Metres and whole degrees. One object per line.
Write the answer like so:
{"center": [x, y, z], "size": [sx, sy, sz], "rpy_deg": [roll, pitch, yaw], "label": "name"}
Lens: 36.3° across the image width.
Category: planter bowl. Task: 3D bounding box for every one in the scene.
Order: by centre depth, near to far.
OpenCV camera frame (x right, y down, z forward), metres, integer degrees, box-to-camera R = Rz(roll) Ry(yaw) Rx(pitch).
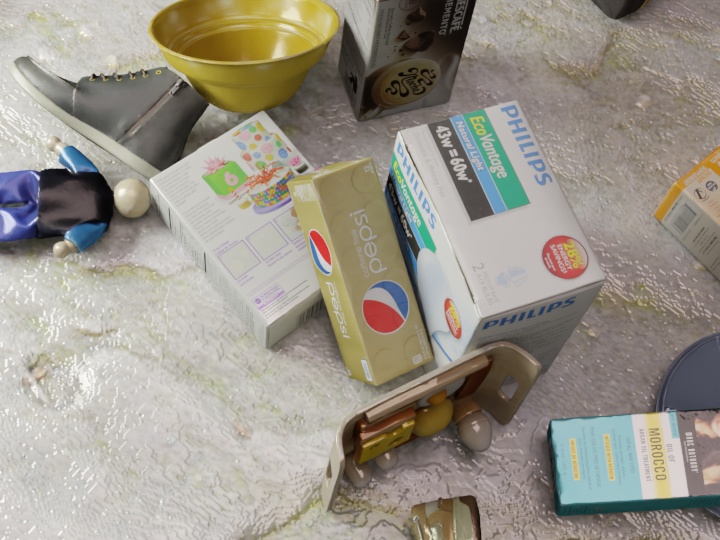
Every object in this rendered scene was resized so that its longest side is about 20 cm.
{"center": [-0.120, -0.222, 1.157], "size": [0.198, 0.084, 0.201], "rpy_deg": [0, 34, 0], "label": "planter bowl"}

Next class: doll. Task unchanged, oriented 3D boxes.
{"center": [-0.309, -0.072, 1.096], "size": [0.197, 0.049, 0.138], "rpy_deg": [-3, 65, -7], "label": "doll"}

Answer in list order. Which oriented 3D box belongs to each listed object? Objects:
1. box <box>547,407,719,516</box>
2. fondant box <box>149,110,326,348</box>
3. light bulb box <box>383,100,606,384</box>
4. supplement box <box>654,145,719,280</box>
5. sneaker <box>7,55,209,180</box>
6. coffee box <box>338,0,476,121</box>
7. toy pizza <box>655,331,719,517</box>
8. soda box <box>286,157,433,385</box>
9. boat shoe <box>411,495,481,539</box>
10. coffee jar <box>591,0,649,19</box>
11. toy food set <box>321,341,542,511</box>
{"center": [0.276, 0.176, 1.014], "size": [0.197, 0.049, 0.083], "rpy_deg": [-5, 67, 4], "label": "box"}
{"center": [-0.096, -0.044, 1.102], "size": [0.144, 0.058, 0.200], "rpy_deg": [-34, 72, -21], "label": "fondant box"}
{"center": [0.110, -0.013, 1.029], "size": [0.123, 0.201, 0.200], "rpy_deg": [-16, 65, -14], "label": "light bulb box"}
{"center": [0.427, -0.039, 1.148], "size": [0.126, 0.074, 0.200], "rpy_deg": [-36, 73, -21], "label": "supplement box"}
{"center": [-0.256, -0.183, 1.130], "size": [0.199, 0.075, 0.107], "rpy_deg": [34, 87, 0], "label": "sneaker"}
{"center": [0.046, -0.254, 1.143], "size": [0.112, 0.201, 0.081], "rpy_deg": [-14, 65, -13], "label": "coffee box"}
{"center": [0.383, 0.154, 1.067], "size": [0.197, 0.032, 0.203], "rpy_deg": [0, 65, 0], "label": "toy pizza"}
{"center": [0.000, 0.000, 1.029], "size": [0.067, 0.064, 0.202], "rpy_deg": [-21, 101, -23], "label": "soda box"}
{"center": [0.073, 0.297, 0.951], "size": [0.075, 0.072, 0.202], "rpy_deg": [-6, 56, 7], "label": "boat shoe"}
{"center": [0.347, -0.382, 1.306], "size": [0.199, 0.086, 0.105], "rpy_deg": [-33, 74, -21], "label": "coffee jar"}
{"center": [0.058, 0.146, 0.975], "size": [0.198, 0.144, 0.061], "rpy_deg": [-24, 68, -18], "label": "toy food set"}
